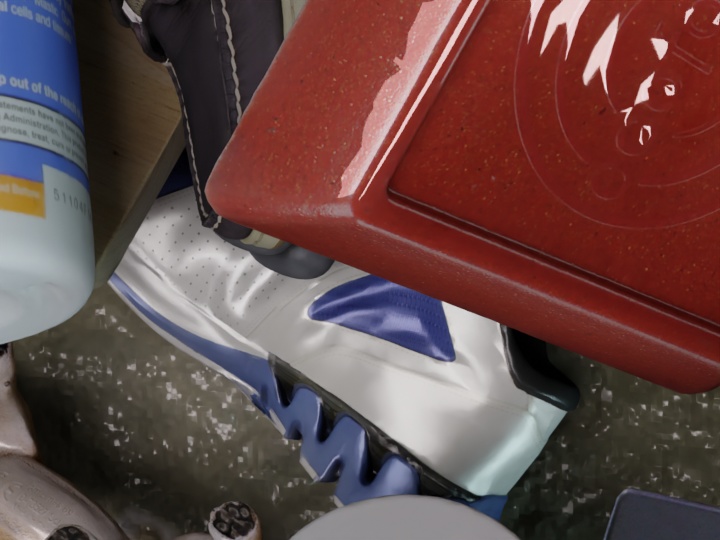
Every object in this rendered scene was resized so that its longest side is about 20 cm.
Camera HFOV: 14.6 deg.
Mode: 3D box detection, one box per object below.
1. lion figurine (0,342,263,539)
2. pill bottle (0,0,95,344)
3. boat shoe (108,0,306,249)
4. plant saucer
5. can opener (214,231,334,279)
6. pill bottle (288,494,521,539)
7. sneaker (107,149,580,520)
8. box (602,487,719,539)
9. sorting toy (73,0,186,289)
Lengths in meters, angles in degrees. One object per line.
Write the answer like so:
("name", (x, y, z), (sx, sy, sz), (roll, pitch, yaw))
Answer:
("lion figurine", (-0.101, 0.091, 0.960), (0.200, 0.072, 0.123), (41, 155, 28))
("pill bottle", (-0.140, -0.083, 0.824), (0.112, 0.112, 0.200), (-13, 73, 22))
("boat shoe", (-0.054, -0.100, 0.830), (0.072, 0.065, 0.200), (132, 134, -61))
("plant saucer", (0.085, -0.066, 0.791), (0.200, 0.200, 0.037), (-60, 35, 12))
("can opener", (0.018, -0.090, 0.888), (0.066, 0.053, 0.200), (26, 85, 34))
("pill bottle", (0.019, 0.160, 0.895), (0.114, 0.114, 0.200), (17, 149, 16))
("sneaker", (0.001, 0.001, 0.947), (0.199, 0.081, 0.115), (43, 98, 14))
("box", (0.165, 0.154, 0.737), (0.200, 0.198, 0.123), (12, 75, 20))
("sorting toy", (-0.119, -0.116, 0.924), (0.200, 0.070, 0.199), (27, 80, 13))
